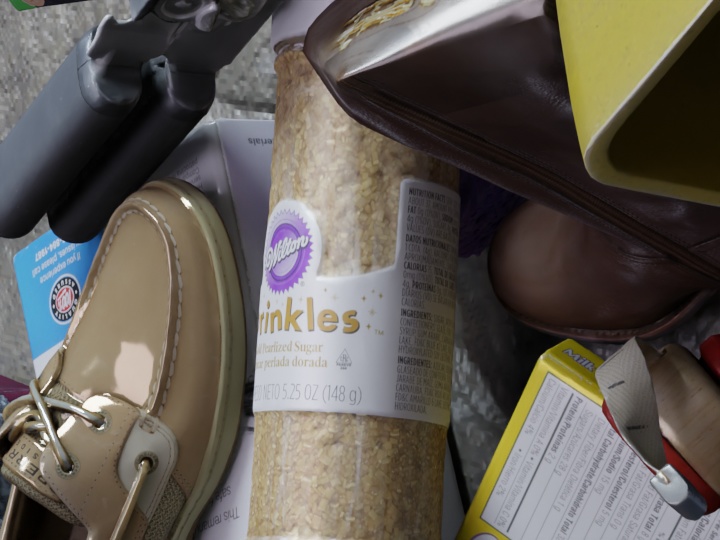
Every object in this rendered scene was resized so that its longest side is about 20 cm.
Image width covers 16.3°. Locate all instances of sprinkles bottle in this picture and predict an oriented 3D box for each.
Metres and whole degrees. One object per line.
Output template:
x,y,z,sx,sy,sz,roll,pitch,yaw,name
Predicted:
0.000,0.000,0.826,0.068,0.068,0.201,-6,78,51,sprinkles bottle

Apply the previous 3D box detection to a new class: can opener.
-0.078,-0.078,0.860,0.200,0.053,0.067,-41,52,52,can opener

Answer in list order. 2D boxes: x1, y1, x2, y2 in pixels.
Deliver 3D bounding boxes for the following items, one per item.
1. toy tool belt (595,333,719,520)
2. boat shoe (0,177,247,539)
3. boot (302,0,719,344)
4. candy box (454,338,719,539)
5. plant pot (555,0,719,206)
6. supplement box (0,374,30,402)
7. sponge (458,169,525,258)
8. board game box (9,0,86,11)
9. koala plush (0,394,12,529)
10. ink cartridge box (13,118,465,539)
0.167,0.063,0.669,0.123,0.125,0.200,-43,56,5,toy tool belt
-0.091,0.066,0.875,0.071,0.064,0.201,26,110,48,boat shoe
0.043,-0.036,0.728,0.186,0.199,0.065,-14,66,47,boot
0.066,0.131,0.821,0.102,0.026,0.201,33,118,18,candy box
0.156,-0.137,0.611,0.200,0.199,0.177,-53,41,37,plant pot
-0.254,0.087,1.163,0.199,0.130,0.104,15,103,49,supplement box
0.023,-0.114,0.892,0.112,0.030,0.201,-51,54,38,sponge
-0.017,-0.162,0.711,0.134,0.029,0.201,-3,52,30,board game box
-0.152,0.152,1.012,0.177,0.200,0.184,-17,41,49,koala plush
-0.045,0.063,0.937,0.146,0.086,0.201,-29,70,47,ink cartridge box
